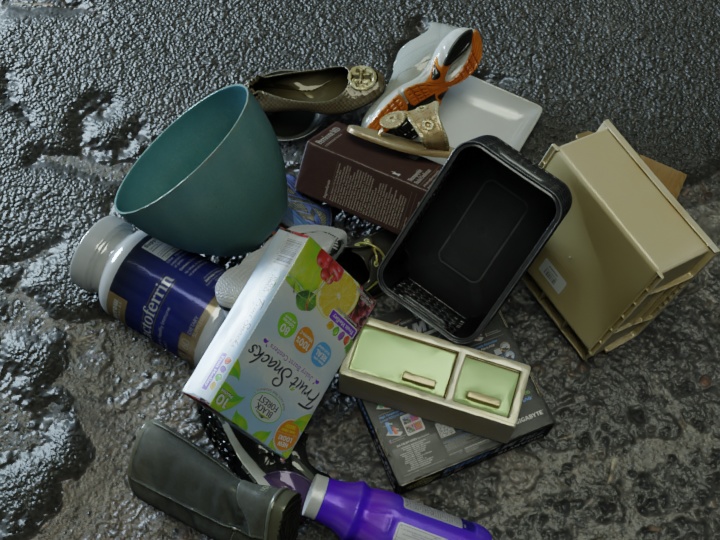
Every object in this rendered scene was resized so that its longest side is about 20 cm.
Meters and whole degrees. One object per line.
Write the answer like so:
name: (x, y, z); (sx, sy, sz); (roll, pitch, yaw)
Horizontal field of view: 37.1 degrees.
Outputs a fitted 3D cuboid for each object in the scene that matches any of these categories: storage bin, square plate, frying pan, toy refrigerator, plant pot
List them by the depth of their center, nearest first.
toy refrigerator: (0.081, 0.120, 1.192); (0.199, 0.070, 0.076); (17, 65, 7)
storage bin: (0.127, -0.036, 1.193); (0.135, 0.094, 0.200); (35, 110, 8)
plant pot: (-0.161, -0.093, 1.224); (0.135, 0.200, 0.200); (47, 64, -27)
storage bin: (0.275, -0.028, 1.257); (0.094, 0.199, 0.200); (-22, 66, -31)
square plate: (0.111, -0.176, 1.411); (0.198, 0.028, 0.200); (26, 66, 11)
frying pan: (-0.068, -0.235, 1.429); (0.190, 0.031, 0.115); (-30, 67, -15)

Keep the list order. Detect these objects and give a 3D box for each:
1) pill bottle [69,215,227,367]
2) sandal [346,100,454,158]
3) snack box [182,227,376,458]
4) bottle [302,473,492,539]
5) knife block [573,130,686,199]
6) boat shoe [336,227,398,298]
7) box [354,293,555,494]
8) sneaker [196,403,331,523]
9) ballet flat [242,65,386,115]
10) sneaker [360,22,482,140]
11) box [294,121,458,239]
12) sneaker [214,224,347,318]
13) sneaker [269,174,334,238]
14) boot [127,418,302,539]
pill bottle: (-0.232, 0.022, 1.254); (0.200, 0.116, 0.116); (29, 67, 12)
sandal: (0.092, -0.173, 1.326); (0.211, 0.078, 0.070); (17, 105, -12)
snack box: (-0.080, 0.077, 1.129); (0.053, 0.142, 0.200); (17, 71, 43)
bottle: (0.038, 0.273, 1.145); (0.199, 0.084, 0.065); (21, 79, -4)
knife block: (0.327, -0.060, 1.343); (0.200, 0.064, 0.176); (27, 65, 10)
boat shoe: (0.000, 0.000, 1.303); (0.201, 0.061, 0.072); (-38, 72, -18)
box: (0.094, 0.131, 1.251); (0.200, 0.050, 0.199); (-21, 66, -11)
sneaker: (-0.109, 0.192, 1.210); (0.087, 0.076, 0.200); (-30, 76, -25)
ballet flat: (-0.067, -0.234, 1.371); (0.199, 0.046, 0.068); (-2, 58, 14)
sneaker: (0.066, -0.245, 1.399); (0.200, 0.076, 0.092); (-45, 44, -10)
box: (0.032, -0.106, 1.317); (0.200, 0.075, 0.100); (22, 28, 11)
sneaker: (-0.085, 0.028, 1.217); (0.075, 0.115, 0.200); (17, 34, 31)
sneaker: (-0.118, -0.094, 1.348); (0.200, 0.075, 0.078); (39, 58, 8)
boot: (-0.165, 0.273, 1.152); (0.199, 0.073, 0.182); (15, 101, 20)
